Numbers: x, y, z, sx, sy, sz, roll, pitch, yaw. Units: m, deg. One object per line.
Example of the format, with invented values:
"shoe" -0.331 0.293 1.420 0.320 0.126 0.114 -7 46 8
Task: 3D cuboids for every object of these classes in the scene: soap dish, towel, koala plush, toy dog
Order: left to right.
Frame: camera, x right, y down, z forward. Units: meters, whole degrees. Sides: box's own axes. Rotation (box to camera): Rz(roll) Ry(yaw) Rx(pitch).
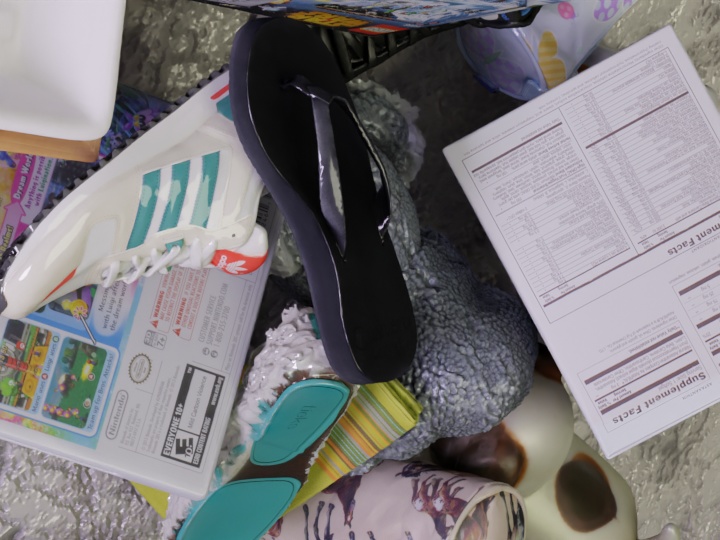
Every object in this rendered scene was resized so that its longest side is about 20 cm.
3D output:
"soap dish" -0.189 -0.160 1.045 0.157 0.081 0.200 5 91 -45
"towel" -0.056 0.098 1.263 0.086 0.200 0.018 49 38 -5
"koala plush" 0.000 0.000 1.286 0.177 0.184 0.200 -36 113 -38
"toy dog" 0.098 0.137 1.413 0.140 0.194 0.200 -54 142 -25

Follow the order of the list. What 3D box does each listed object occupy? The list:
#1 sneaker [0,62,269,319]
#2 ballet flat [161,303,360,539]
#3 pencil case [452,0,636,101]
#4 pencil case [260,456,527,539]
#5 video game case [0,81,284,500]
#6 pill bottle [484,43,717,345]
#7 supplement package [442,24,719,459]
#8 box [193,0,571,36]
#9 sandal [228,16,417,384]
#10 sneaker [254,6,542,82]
"sneaker" -0.096 -0.025 1.116 0.200 0.070 0.093 -42 94 -26
"ballet flat" -0.057 0.091 1.212 0.072 0.072 0.200 -9 147 -40
"pencil case" 0.148 -0.192 1.363 0.200 0.091 0.083 -44 161 -20
"pencil case" 0.004 0.154 1.343 0.078 0.200 0.090 -7 105 -52
"video game case" -0.139 0.000 1.147 0.182 0.024 0.200 20 75 -20
"pill bottle" 0.150 -0.043 1.429 0.112 0.112 0.200 10 104 -45
"supplement package" 0.165 -0.016 1.285 0.151 0.200 0.152 -29 177 7
"box" -0.002 -0.159 1.118 0.200 0.137 0.040 4 82 -53
"sandal" -0.008 -0.040 1.120 0.076 0.043 0.200 -34 107 -45
"sneaker" 0.032 -0.156 1.261 0.200 0.112 0.073 -41 133 -20
